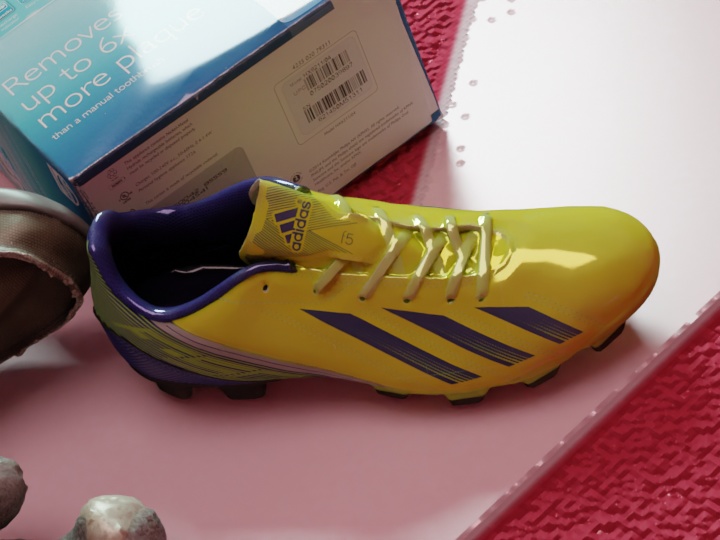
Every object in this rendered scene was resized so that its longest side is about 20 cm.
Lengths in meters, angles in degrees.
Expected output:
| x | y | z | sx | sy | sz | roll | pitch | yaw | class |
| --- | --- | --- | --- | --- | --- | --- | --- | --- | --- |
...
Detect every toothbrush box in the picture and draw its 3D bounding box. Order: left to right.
| x | y | z | sx | sy | sz | roll | pitch | yaw | class |
| --- | --- | --- | --- | --- | --- | --- | --- | --- | --- |
| -0.088 | -0.092 | 0.783 | 0.146 | 0.085 | 0.200 | -36 | 44 | -13 | toothbrush box |

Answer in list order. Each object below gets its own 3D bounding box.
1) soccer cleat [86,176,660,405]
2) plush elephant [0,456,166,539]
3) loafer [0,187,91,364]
| x | y | z | sx | sy | sz | roll | pitch | yaw | class |
| --- | --- | --- | --- | --- | --- | --- | --- | --- | --- |
| 0.000 | 0.001 | 0.657 | 0.200 | 0.084 | 0.065 | -6 | 46 | 17 | soccer cleat |
| -0.179 | 0.097 | 0.586 | 0.200 | 0.155 | 0.165 | 5 | 50 | 26 | plush elephant |
| -0.179 | 0.037 | 0.705 | 0.200 | 0.075 | 0.070 | -27 | 48 | 17 | loafer |
